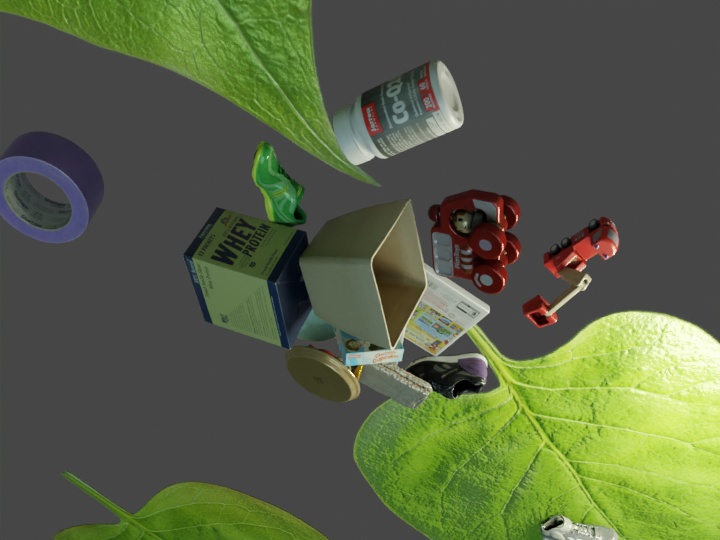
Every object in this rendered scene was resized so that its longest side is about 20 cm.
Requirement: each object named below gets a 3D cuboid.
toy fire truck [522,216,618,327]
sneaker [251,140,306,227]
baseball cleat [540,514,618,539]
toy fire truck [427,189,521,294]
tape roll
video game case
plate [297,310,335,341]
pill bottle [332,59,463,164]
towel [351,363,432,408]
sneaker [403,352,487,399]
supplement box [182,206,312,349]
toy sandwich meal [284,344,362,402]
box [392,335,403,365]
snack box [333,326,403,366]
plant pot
[{"bbox_3d":[0.388,0.003,1.444,0.048,0.143,0.199,37,127,-23],"label":"toy fire truck"},{"bbox_3d":[-0.144,-0.159,1.442,0.082,0.075,0.202,-1,140,14],"label":"sneaker"},{"bbox_3d":[0.573,0.691,2.065,0.195,0.071,0.108,-10,129,16],"label":"baseball cleat"},{"bbox_3d":[0.203,-0.059,1.455,0.165,0.113,0.203,12,134,25],"label":"toy fire truck"},{"bbox_3d":[-0.602,-0.157,1.510,0.195,0.086,0.203,5,131,5],"label":"tape roll"},{"bbox_3d":[0.137,0.081,1.636,0.198,0.023,0.182,31,129,-19],"label":"video game case"},{"bbox_3d":[-0.107,0.072,1.666,0.195,0.026,0.203,5,131,5],"label":"plate"},{"bbox_3d":[0.060,-0.254,1.292,0.197,0.115,0.115,-20,126,24],"label":"pill bottle"},{"bbox_3d":[0.057,0.236,1.732,0.197,0.035,0.133,29,152,-1],"label":"towel"},{"bbox_3d":[0.179,0.239,1.722,0.196,0.089,0.076,-14,128,21],"label":"sneaker"},{"bbox_3d":[-0.206,0.015,1.513,0.196,0.136,0.202,15,141,18],"label":"supplement box"},{"bbox_3d":[-0.078,0.213,1.713,0.201,0.071,0.207,20,145,15],"label":"toy sandwich meal"},{"bbox_3d":[0.071,0.141,1.653,0.038,0.042,0.202,14,146,5],"label":"box"},{"bbox_3d":[0.003,0.099,1.534,0.113,0.202,0.038,-3,130,-15],"label":"snack box"},{"bbox_3d":[0.000,0.000,1.476,0.173,0.201,0.203,5,128,27],"label":"plant pot"}]
